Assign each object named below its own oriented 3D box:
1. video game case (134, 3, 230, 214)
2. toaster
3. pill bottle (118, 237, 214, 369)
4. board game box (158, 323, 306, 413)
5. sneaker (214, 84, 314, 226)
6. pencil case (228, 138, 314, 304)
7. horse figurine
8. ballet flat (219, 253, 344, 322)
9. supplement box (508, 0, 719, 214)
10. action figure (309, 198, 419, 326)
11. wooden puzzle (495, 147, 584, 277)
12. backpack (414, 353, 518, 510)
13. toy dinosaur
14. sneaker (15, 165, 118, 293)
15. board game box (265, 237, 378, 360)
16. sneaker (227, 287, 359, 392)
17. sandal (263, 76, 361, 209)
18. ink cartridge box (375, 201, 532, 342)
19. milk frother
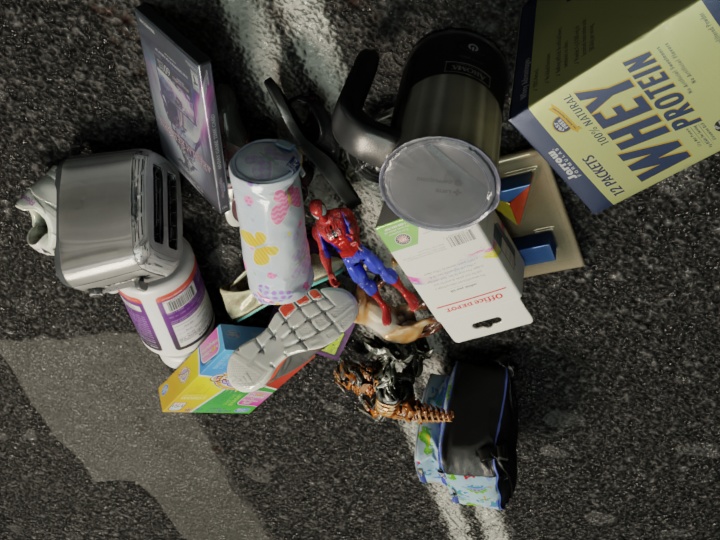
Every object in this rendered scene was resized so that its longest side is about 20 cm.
[{"bbox_3d":[-0.198,-0.178,0.978,0.143,0.019,0.201,44,148,34],"label":"video game case"},{"bbox_3d":[-0.298,-0.070,1.079,0.128,0.202,0.114,-7,167,15],"label":"toaster"},{"bbox_3d":[-0.267,0.049,1.217,0.110,0.112,0.201,4,140,9],"label":"pill bottle"},{"bbox_3d":[-0.181,0.147,1.263,0.152,0.041,0.200,8,144,-37],"label":"board game box"},{"bbox_3d":[-0.114,-0.138,1.037,0.114,0.076,0.201,-2,140,-1],"label":"sneaker"},{"bbox_3d":[-0.100,-0.054,1.014,0.082,0.091,0.201,13,134,16],"label":"pencil case"},{"bbox_3d":[0.040,0.048,1.164,0.199,0.050,0.133,23,127,-22],"label":"horse figurine"},{"bbox_3d":[-0.112,0.010,1.147,0.199,0.067,0.063,-25,95,30],"label":"ballet flat"},{"bbox_3d":[0.257,-0.197,0.781,0.199,0.201,0.134,-29,121,37],"label":"supplement box"},{"bbox_3d":[0.000,0.000,1.040,0.065,0.099,0.200,-30,120,15],"label":"action figure"},{"bbox_3d":[0.162,-0.048,1.067,0.184,0.047,0.201,-12,131,24],"label":"wooden puzzle"},{"bbox_3d":[0.158,0.245,1.270,0.146,0.184,0.201,2,145,17],"label":"backpack"},{"bbox_3d":[0.049,0.158,1.225,0.198,0.102,0.137,16,109,17],"label":"toy dinosaur"},{"bbox_3d":[-0.389,-0.039,1.166,0.075,0.100,0.201,18,141,42],"label":"sneaker"},{"bbox_3d":[-0.058,0.043,1.225,0.119,0.032,0.201,16,135,-9],"label":"board game box"},{"bbox_3d":[-0.085,0.089,1.150,0.199,0.077,0.082,-32,165,11],"label":"sneaker"},{"bbox_3d":[-0.046,-0.155,1.004,0.048,0.076,0.201,-34,132,6],"label":"sandal"},{"bbox_3d":[0.119,-0.014,1.035,0.116,0.068,0.201,-18,124,28],"label":"ink cartridge box"},{"bbox_3d":[0.060,-0.119,0.917,0.179,0.189,0.201,7,136,8],"label":"milk frother"}]
